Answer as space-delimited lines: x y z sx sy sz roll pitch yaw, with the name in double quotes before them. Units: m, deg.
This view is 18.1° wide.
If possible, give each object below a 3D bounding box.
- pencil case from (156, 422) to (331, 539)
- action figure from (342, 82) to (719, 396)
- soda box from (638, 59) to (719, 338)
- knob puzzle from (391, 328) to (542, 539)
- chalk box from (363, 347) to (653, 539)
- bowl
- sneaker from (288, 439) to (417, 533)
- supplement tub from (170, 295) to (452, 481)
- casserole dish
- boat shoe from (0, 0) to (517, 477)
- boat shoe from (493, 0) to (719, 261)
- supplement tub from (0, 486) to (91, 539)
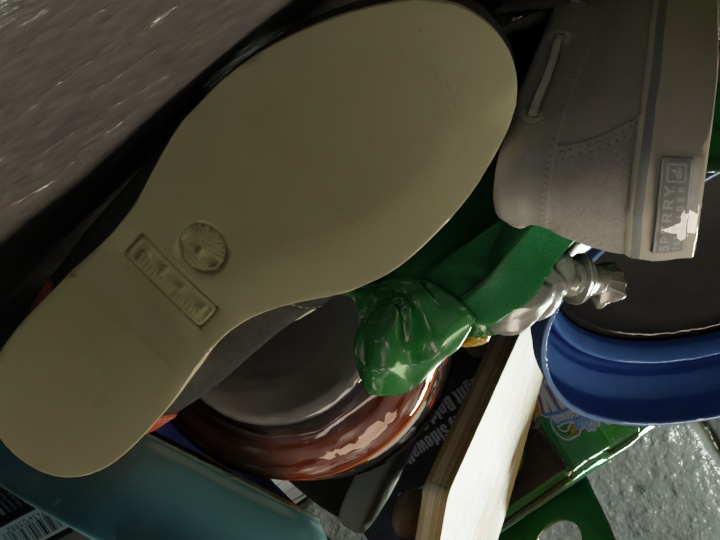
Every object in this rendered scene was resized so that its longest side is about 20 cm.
"pencil case" -0.057 0.124 0.995 0.087 0.200 0.078 -43 -177 0
"action figure" 0.050 -0.015 0.717 0.118 0.055 0.200 8 -152 30
"soda box" 0.130 -0.028 0.943 0.063 0.070 0.200 -20 148 4
"knob puzzle" 0.038 0.101 0.949 0.220 0.030 0.220 16 90 -79
"chalk box" 0.059 0.068 1.111 0.125 0.200 0.124 -37 173 33
"bowl" 0.158 -0.010 0.882 0.200 0.039 0.201 -15 148 -9
"sneaker" 0.000 0.000 0.945 0.200 0.099 0.071 -65 171 6
"supplement tub" -0.021 0.023 0.809 0.107 0.107 0.200 -33 174 1
"casserole dish" -0.078 0.074 0.779 0.039 0.121 0.200 -63 -158 -4
"boat shoe" -0.030 -0.014 0.653 0.200 0.071 0.063 -41 -179 27
"boat shoe" 0.070 -0.063 0.688 0.200 0.068 0.072 -79 174 -56
"supplement tub" -0.168 0.138 0.877 0.200 0.123 0.122 -26 171 -47
